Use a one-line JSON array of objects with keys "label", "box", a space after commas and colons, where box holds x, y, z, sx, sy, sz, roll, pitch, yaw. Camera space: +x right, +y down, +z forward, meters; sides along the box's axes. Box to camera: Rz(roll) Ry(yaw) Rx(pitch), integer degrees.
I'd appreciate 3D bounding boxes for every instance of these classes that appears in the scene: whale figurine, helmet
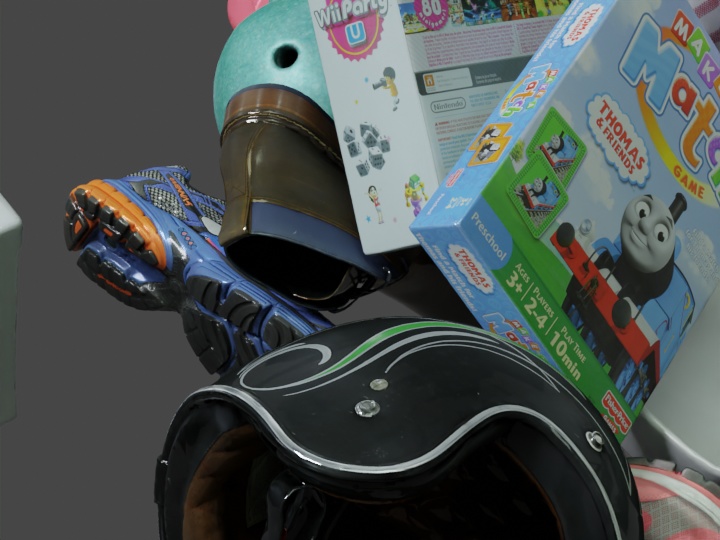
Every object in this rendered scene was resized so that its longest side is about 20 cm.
[{"label": "whale figurine", "box": [0.003, -0.126, 1.166, 0.159, 0.104, 0.200, 41, 94, 29]}, {"label": "helmet", "box": [0.025, 0.113, 0.979, 0.190, 0.200, 0.200, -5, 50, -31]}]

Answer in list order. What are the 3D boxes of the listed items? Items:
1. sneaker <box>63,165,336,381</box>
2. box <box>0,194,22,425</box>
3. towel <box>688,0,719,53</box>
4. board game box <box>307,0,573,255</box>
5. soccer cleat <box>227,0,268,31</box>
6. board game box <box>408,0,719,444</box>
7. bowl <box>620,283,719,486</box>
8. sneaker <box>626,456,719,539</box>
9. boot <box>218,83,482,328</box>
[{"label": "sneaker", "box": [-0.062, 0.004, 1.135, 0.200, 0.075, 0.078, 39, 51, 20]}, {"label": "box", "box": [-0.271, 0.031, 1.019, 0.200, 0.152, 0.106, -26, 58, -29]}, {"label": "towel", "box": [0.136, -0.172, 1.139, 0.030, 0.146, 0.200, -35, 90, -22]}, {"label": "board game box", "box": [0.052, -0.119, 1.079, 0.147, 0.064, 0.200, -12, 90, -43]}, {"label": "soccer cleat", "box": [0.012, -0.135, 1.268, 0.200, 0.076, 0.067, 14, 84, 32]}, {"label": "board game box", "box": [0.122, -0.037, 1.058, 0.037, 0.151, 0.200, -4, 42, 47]}, {"label": "bowl", "box": [0.192, 0.032, 1.155, 0.200, 0.075, 0.200, -23, 58, -27]}, {"label": "sneaker", "box": [0.167, 0.162, 1.038, 0.200, 0.074, 0.087, 30, 52, 15]}, {"label": "boot", "box": [0.000, 0.000, 1.107, 0.200, 0.075, 0.097, 37, 40, -25]}]
